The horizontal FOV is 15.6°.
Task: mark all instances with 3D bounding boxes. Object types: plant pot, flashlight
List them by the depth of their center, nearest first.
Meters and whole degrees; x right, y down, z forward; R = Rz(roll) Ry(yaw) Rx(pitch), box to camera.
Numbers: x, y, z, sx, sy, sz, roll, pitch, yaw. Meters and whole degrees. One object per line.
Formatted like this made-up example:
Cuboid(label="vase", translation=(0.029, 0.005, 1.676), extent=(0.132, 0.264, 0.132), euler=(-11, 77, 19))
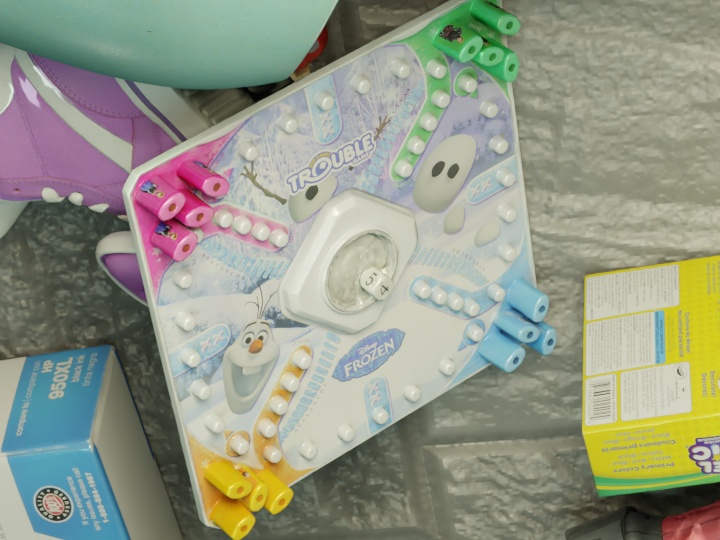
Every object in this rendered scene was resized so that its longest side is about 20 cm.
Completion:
Cuboid(label="plant pot", translation=(-0.074, -0.163, 1.013), extent=(0.160, 0.201, 0.201), euler=(24, 126, -10))
Cuboid(label="flashlight", translation=(0.196, 0.121, 1.301), extent=(0.199, 0.068, 0.068), euler=(-20, 94, 21))

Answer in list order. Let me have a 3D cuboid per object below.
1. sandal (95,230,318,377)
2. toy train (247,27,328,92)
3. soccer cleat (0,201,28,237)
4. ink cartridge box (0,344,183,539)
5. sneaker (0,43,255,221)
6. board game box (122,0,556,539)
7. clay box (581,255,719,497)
Cuboid(label="sandal", translation=(-0.054, 0.036, 1.214), extent=(0.082, 0.050, 0.203), euler=(-2, 157, 28))
Cuboid(label="toy train", translation=(-0.040, -0.106, 1.167), extent=(0.046, 0.034, 0.200), euler=(-35, 117, 14))
Cuboid(label="soccer cleat", translation=(-0.240, -0.066, 1.192), extent=(0.199, 0.069, 0.078), euler=(18, 121, -13))
Cuboid(label="ink cartridge box", translation=(-0.205, 0.128, 1.330), extent=(0.199, 0.084, 0.145), euler=(-8, 126, 10))
Cuboid(label="sneaker", translation=(-0.105, -0.048, 1.178), extent=(0.114, 0.073, 0.201), euler=(-24, 133, 15))
Cuboid(label="board game box", translation=(0.000, 0.000, 1.170), extent=(0.200, 0.026, 0.201), euler=(-29, 131, -24))
Cuboid(label="clay box", translation=(0.203, 0.039, 1.204), extent=(0.199, 0.115, 0.048), euler=(-7, 128, 12))
